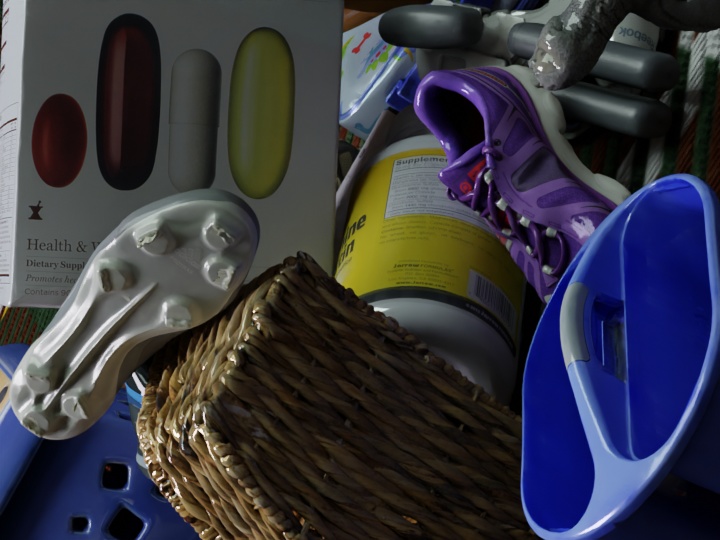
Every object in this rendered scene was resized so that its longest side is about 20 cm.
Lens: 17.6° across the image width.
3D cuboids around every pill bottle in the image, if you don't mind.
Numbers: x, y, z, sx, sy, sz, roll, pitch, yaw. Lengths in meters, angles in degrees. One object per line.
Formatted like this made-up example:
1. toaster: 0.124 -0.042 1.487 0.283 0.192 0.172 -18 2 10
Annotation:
1. pill bottle: 0.043 -0.007 1.354 0.112 0.112 0.201 -44 24 39

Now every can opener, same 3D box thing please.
1. can opener: 0.090 -0.118 1.337 0.200 0.067 0.054 20 105 47

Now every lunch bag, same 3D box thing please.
1. lunch bag: 0.053 -0.179 1.623 0.200 0.082 0.161 -55 19 12

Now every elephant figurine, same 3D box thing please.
1. elephant figurine: 0.193 -0.188 1.231 0.141 0.154 0.201 -22 -58 -64

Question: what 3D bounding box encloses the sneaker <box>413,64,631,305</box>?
1. sneaker: 0.086 -0.032 1.252 0.200 0.083 0.081 56 129 35

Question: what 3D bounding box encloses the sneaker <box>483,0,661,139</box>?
1. sneaker: 0.109 -0.117 1.413 0.200 0.074 0.088 -32 39 56

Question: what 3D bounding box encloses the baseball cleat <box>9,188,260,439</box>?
1. baseball cleat: -0.115 0.005 1.208 0.200 0.070 0.107 -40 17 33

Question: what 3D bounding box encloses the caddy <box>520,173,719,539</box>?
1. caddy: 0.133 0.046 1.055 0.141 0.105 0.201 -48 22 33

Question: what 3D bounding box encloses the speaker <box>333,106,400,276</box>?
1. speaker: 0.000 0.000 1.498 0.201 0.081 0.081 -59 19 5

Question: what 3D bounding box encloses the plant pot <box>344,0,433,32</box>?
1. plant pot: -0.011 -0.243 1.520 0.201 0.199 0.183 -68 9 -23

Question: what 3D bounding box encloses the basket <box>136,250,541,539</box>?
1. basket: -0.021 0.114 1.200 0.149 0.200 0.143 -29 29 54

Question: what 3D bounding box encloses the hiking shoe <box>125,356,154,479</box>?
1. hiking shoe: -0.057 0.068 1.427 0.199 0.087 0.074 -16 9 15

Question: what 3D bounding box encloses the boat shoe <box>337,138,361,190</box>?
1. boat shoe: -0.029 -0.027 1.627 0.075 0.073 0.200 -50 21 27

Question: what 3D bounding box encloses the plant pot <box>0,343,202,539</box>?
1. plant pot: -0.216 0.169 1.660 0.201 0.179 0.200 -60 20 -1

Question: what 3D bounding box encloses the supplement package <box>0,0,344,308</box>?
1. supplement package: -0.117 -0.075 1.385 0.147 0.190 0.201 179 93 -77
